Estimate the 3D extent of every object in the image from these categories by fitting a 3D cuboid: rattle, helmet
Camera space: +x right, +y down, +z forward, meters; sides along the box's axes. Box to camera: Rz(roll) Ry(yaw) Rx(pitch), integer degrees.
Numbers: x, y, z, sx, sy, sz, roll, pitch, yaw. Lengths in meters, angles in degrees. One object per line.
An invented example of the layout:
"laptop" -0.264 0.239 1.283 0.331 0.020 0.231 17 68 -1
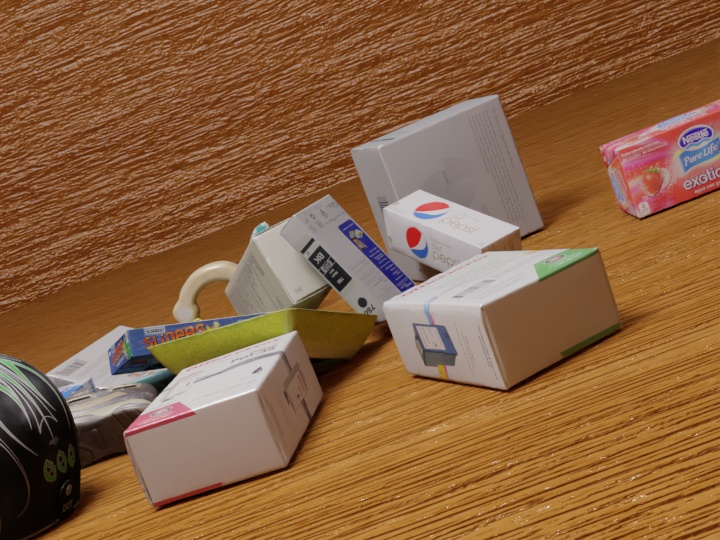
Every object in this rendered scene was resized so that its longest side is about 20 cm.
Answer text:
"rattle" -0.171 0.033 1.770 0.200 0.131 0.143 -38 -6 12
"helmet" -0.390 0.178 1.329 0.198 0.192 0.200 -20 10 3

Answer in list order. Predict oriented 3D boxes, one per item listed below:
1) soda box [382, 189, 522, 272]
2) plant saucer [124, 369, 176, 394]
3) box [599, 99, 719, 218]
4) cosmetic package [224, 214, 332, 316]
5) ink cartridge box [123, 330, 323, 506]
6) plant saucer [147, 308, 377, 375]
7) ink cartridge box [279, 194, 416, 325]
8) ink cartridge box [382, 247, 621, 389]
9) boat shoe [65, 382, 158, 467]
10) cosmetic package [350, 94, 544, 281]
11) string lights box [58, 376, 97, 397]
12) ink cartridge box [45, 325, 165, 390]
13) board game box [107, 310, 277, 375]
"soda box" 0.116 -0.041 1.649 0.068 0.064 0.199 -27 31 -28
"plant saucer" -0.267 0.164 1.605 0.198 0.028 0.200 -17 13 4
"box" 0.426 -0.151 1.683 0.198 0.095 0.103 -21 9 1
"cosmetic package" -0.105 0.019 1.670 0.071 0.106 0.200 -28 -9 -24
"ink cartridge box" -0.131 0.143 1.291 0.145 0.083 0.200 -19 10 12
"plant saucer" -0.105 0.092 1.480 0.198 0.048 0.200 -16 -12 28
"ink cartridge box" 0.000 0.000 1.573 0.039 0.200 0.099 -49 -8 30
"ink cartridge box" 0.134 0.042 1.270 0.145 0.088 0.200 -25 12 -24
"boat shoe" -0.320 0.179 1.501 0.198 0.075 0.074 -11 30 7
"cosmetic package" 0.122 -0.116 1.827 0.199 0.201 0.123 -24 10 -17
"string lights box" -0.412 0.204 1.635 0.102 0.059 0.200 -18 10 17
"ink cartridge box" -0.313 0.143 1.815 0.175 0.045 0.200 10 21 19
"board game box" -0.201 0.090 1.601 0.198 0.035 0.135 -6 -12 -23
